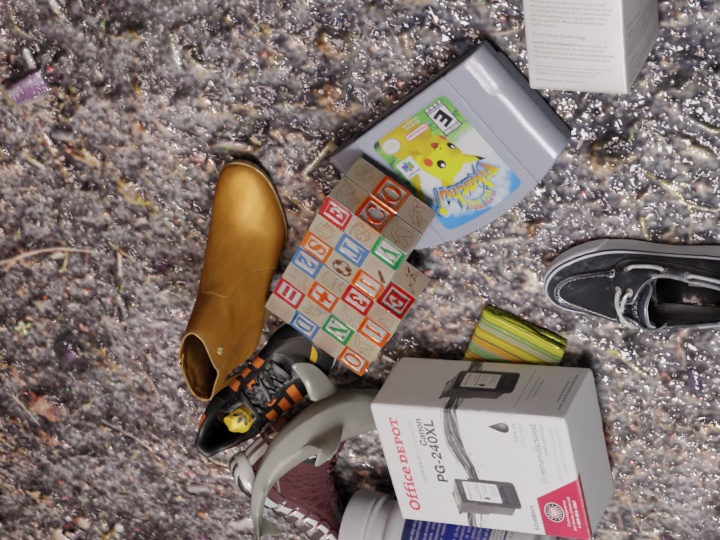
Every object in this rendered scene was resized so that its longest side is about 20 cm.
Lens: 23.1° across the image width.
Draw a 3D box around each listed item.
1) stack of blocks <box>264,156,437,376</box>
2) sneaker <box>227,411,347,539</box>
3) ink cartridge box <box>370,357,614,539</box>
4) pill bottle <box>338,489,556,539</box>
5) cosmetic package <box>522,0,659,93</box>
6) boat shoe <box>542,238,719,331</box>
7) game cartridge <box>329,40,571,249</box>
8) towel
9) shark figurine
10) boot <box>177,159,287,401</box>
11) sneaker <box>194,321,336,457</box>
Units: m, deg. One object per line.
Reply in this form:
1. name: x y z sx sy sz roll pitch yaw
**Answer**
1. stack of blocks: 0.000 0.000 1.599 0.115 0.059 0.200 35 144 3
2. sneaker: -0.032 0.211 1.794 0.116 0.076 0.200 -49 128 5
3. ink cartridge box: 0.124 0.165 1.652 0.199 0.083 0.146 2 124 28
4. pill bottle: 0.085 0.278 1.753 0.199 0.120 0.120 8 127 21
5. cosmetic package: 0.173 -0.247 1.330 0.085 0.108 0.201 6 124 23
6. boat shoe: 0.247 0.021 1.516 0.199 0.068 0.072 2 124 25
7. game cartridge: 0.081 -0.100 1.532 0.133 0.041 0.200 44 131 -14
8. towel: 0.129 0.122 1.686 0.086 0.018 0.200 28 132 10
9. shark figurine: -0.051 0.182 1.692 0.215 0.089 0.128 -46 119 -2
10. boot: -0.125 0.013 1.643 0.071 0.144 0.202 11 128 17
11. sneaker: -0.095 0.123 1.746 0.070 0.090 0.200 42 131 -7
